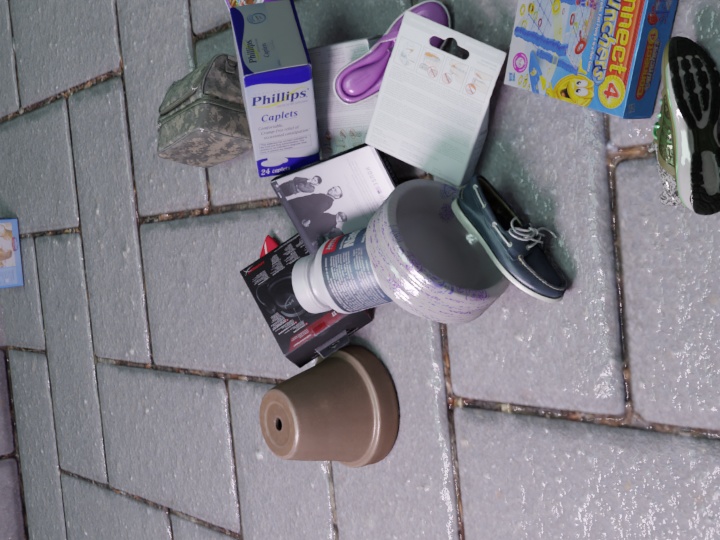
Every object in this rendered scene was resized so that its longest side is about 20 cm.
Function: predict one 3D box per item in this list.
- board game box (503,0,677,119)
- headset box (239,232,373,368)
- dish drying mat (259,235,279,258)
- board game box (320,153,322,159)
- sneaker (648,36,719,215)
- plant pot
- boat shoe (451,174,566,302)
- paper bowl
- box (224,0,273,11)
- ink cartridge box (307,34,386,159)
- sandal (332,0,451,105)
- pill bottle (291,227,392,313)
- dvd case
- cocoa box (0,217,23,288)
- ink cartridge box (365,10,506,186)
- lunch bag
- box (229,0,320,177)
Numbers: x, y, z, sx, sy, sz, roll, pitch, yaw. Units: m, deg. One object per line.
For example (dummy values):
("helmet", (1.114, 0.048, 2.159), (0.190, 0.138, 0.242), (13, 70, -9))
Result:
("board game box", (0.275, -0.300, 1.210), (0.196, 0.056, 0.201), (29, 118, 47))
("headset box", (-0.085, 0.049, 1.657), (0.149, 0.077, 0.200), (-34, 63, 3))
("dish drying mat", (-0.124, 0.024, 1.812), (0.200, 0.018, 0.077), (48, 130, 36))
("board game box", (-0.041, -0.233, 1.651), (0.134, 0.029, 0.201), (36, 123, 42))
("sneaker", (0.350, -0.158, 1.131), (0.088, 0.077, 0.201), (-5, 90, 61))
("plant pot", (-0.064, 0.231, 1.643), (0.200, 0.174, 0.201), (10, 103, 51))
("boat shoe", (0.203, -0.044, 1.328), (0.200, 0.075, 0.062), (52, 128, 25))
("paper bowl", (0.098, -0.017, 1.368), (0.104, 0.200, 0.201), (-52, 57, 43))
("box", (-0.178, -0.523, 1.769), (0.200, 0.039, 0.137), (-44, 63, 47))
("ink cartridge box", (-0.008, -0.252, 1.560), (0.162, 0.050, 0.201), (5, 111, 50))
("sandal", (0.047, -0.302, 1.444), (0.202, 0.050, 0.083), (-39, 95, 16))
("pill bottle", (0.000, 0.000, 1.520), (0.199, 0.119, 0.120), (-16, 83, 32))
("dvd case", (-0.025, -0.104, 1.555), (0.199, 0.025, 0.151), (-16, 112, 32))
("cocoa box", (-1.064, -0.048, 2.917), (0.131, 0.133, 0.201), (4, 99, 51))
("ink cartridge box", (0.107, -0.238, 1.400), (0.160, 0.047, 0.201), (28, 118, 19))
("lunch bag", (-0.288, -0.298, 1.881), (0.200, 0.139, 0.169), (-17, 67, 51))
("box", (-0.132, -0.284, 1.578), (0.201, 0.104, 0.184), (86, 171, -48))
